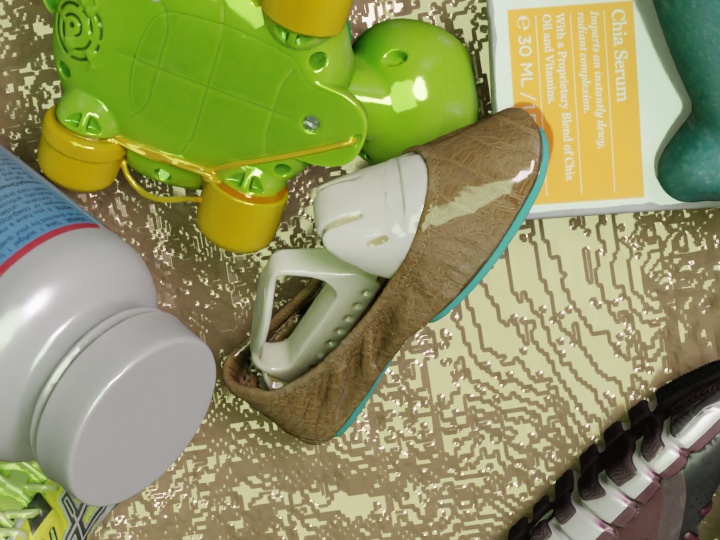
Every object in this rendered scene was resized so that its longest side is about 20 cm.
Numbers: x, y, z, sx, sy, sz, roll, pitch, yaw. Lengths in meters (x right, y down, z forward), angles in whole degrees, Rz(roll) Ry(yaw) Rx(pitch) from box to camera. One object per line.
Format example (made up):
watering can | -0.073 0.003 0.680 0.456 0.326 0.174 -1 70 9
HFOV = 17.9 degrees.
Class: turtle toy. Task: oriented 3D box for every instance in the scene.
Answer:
turtle toy | -0.044 -0.092 0.994 0.198 0.101 0.147 21 120 0

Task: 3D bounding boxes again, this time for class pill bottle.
pill bottle | -0.158 0.011 0.975 0.200 0.109 0.109 36 98 28

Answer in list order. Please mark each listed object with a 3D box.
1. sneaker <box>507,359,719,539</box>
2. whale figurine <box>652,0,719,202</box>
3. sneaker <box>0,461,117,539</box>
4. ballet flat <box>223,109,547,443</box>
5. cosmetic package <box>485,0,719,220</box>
sneaker | 0.132 0.137 1.024 0.116 0.076 0.200 44 108 -6
whale figurine | 0.156 -0.108 0.890 0.158 0.104 0.202 17 117 23
sneaker | -0.148 0.107 1.034 0.075 0.076 0.202 15 94 5
ballet flat | 0.000 0.000 0.971 0.072 0.068 0.200 18 135 -24
cosmetic package | 0.156 -0.079 0.995 0.198 0.071 0.102 -4 95 4
